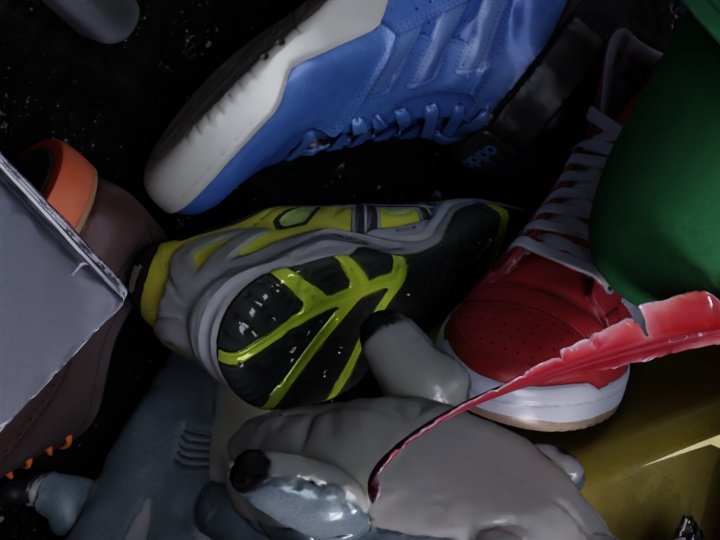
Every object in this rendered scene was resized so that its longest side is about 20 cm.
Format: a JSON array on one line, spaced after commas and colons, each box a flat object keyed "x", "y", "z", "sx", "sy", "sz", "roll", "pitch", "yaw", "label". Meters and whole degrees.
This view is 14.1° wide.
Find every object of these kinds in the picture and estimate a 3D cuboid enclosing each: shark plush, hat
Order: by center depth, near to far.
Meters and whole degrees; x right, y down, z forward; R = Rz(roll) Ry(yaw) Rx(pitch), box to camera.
[{"x": 0.047, "y": 0.090, "z": 0.958, "sx": 0.199, "sy": 0.083, "sz": 0.091, "roll": 19, "pitch": 45, "yaw": 10, "label": "shark plush"}, {"x": 0.102, "y": 0.010, "z": 0.985, "sx": 0.200, "sy": 0.166, "sz": 0.176, "roll": 33, "pitch": 103, "yaw": -33, "label": "hat"}, {"x": -0.100, "y": 0.102, "z": 1.077, "sx": 0.200, "sy": 0.091, "sz": 0.083, "roll": -40, "pitch": 86, "yaw": 0, "label": "shark plush"}]

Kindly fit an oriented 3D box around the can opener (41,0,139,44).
[{"x": -0.150, "y": -0.156, "z": 1.020, "sx": 0.200, "sy": 0.067, "sz": 0.053, "roll": 42, "pitch": 78, "yaw": -36, "label": "can opener"}]

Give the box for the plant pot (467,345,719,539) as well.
[{"x": 0.112, "y": 0.126, "z": 1.093, "sx": 0.176, "sy": 0.200, "sz": 0.201, "roll": -12, "pitch": 98, "yaw": -11, "label": "plant pot"}]

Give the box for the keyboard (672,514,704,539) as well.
[{"x": 0.135, "y": 0.119, "z": 0.995, "sx": 0.104, "sy": 0.040, "sz": 0.201, "roll": 10, "pitch": 97, "yaw": -26, "label": "keyboard"}]

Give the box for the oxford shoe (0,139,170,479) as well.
[{"x": -0.132, "y": 0.055, "z": 1.035, "sx": 0.072, "sy": 0.071, "sz": 0.200, "roll": 36, "pitch": 80, "yaw": -28, "label": "oxford shoe"}]

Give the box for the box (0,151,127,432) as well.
[{"x": -0.204, "y": -0.030, "z": 0.920, "sx": 0.124, "sy": 0.200, "sz": 0.197, "roll": -48, "pitch": 111, "yaw": -11, "label": "box"}]

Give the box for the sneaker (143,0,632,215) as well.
[{"x": 0.020, "y": -0.062, "z": 1.086, "sx": 0.200, "sy": 0.077, "sz": 0.111, "roll": -44, "pitch": 102, "yaw": -21, "label": "sneaker"}]

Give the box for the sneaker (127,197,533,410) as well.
[{"x": 0.000, "y": 0.000, "z": 1.077, "sx": 0.200, "sy": 0.076, "sz": 0.076, "roll": -2, "pitch": 113, "yaw": -51, "label": "sneaker"}]

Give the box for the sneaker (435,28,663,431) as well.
[{"x": 0.091, "y": -0.020, "z": 1.048, "sx": 0.200, "sy": 0.071, "sz": 0.113, "roll": -36, "pitch": 147, "yaw": -59, "label": "sneaker"}]
